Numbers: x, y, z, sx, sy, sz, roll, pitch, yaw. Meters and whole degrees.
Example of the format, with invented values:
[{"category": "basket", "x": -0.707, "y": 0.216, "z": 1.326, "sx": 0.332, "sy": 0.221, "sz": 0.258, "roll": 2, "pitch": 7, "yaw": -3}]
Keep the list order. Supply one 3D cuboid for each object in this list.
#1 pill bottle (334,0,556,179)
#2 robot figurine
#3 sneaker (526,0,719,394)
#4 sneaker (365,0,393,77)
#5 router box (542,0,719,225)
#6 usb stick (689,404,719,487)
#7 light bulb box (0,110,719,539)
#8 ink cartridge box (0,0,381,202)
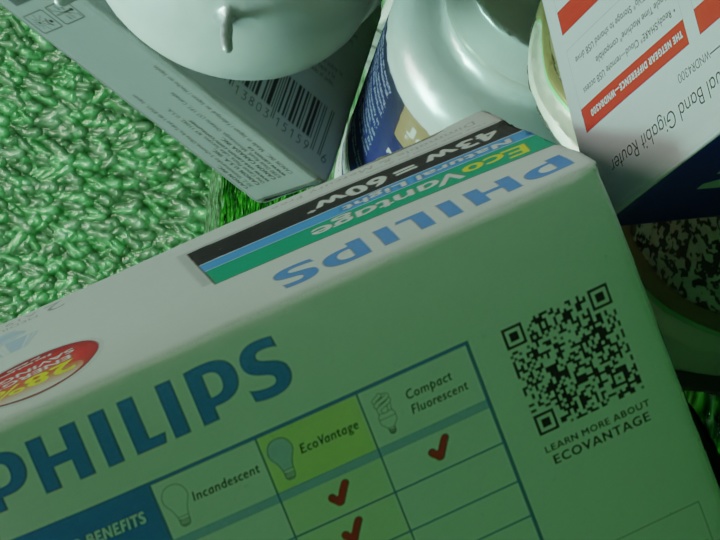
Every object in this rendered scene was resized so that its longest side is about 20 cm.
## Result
[{"category": "pill bottle", "x": 0.058, "y": -0.069, "z": 1.020, "sx": 0.200, "sy": 0.111, "sz": 0.111, "roll": 113, "pitch": 161, "yaw": -64}, {"category": "robot figurine", "x": -0.024, "y": -0.145, "z": 0.929, "sx": 0.200, "sy": 0.170, "sz": 0.113, "roll": -52, "pitch": -45, "yaw": -35}, {"category": "sneaker", "x": 0.111, "y": -0.055, "z": 0.838, "sx": 0.200, "sy": 0.077, "sz": 0.089, "roll": -102, "pitch": 29, "yaw": -45}, {"category": "sneaker", "x": 0.055, "y": -0.151, "z": 1.294, "sx": 0.200, "sy": 0.076, "sz": 0.081, "roll": 117, "pitch": 169, "yaw": -57}, {"category": "router box", "x": 0.104, "y": -0.128, "z": 0.683, "sx": 0.200, "sy": 0.049, "sz": 0.180, "roll": 139, "pitch": 122, "yaw": -62}, {"category": "usb stick", "x": 0.031, "y": 0.109, "z": 0.852, "sx": 0.055, "sy": 0.200, "sz": 0.033, "roll": 57, "pitch": 175, "yaw": -13}, {"category": "light bulb box", "x": 0.000, "y": 0.086, "z": 0.758, "sx": 0.125, "sy": 0.198, "sz": 0.200, "roll": -140, "pitch": 27, "yaw": -74}, {"category": "ink cartridge box", "x": -0.070, "y": -0.153, "z": 1.032, "sx": 0.044, "sy": 0.200, "sz": 0.174, "roll": -16, "pitch": 47, "yaw": 44}]
